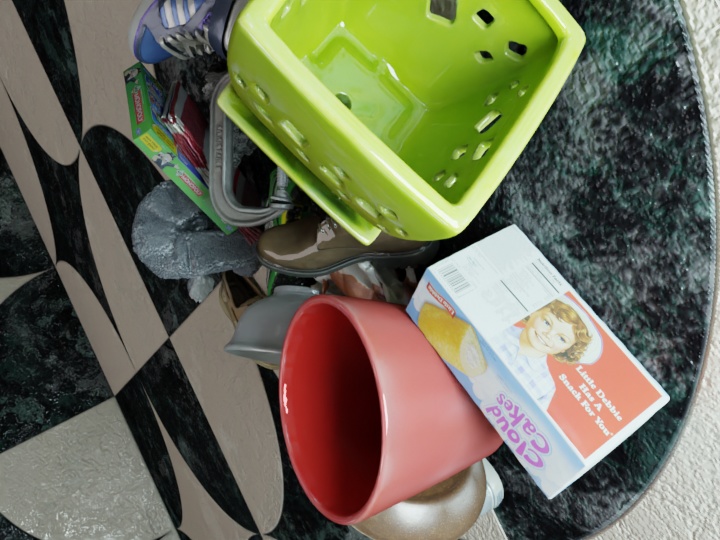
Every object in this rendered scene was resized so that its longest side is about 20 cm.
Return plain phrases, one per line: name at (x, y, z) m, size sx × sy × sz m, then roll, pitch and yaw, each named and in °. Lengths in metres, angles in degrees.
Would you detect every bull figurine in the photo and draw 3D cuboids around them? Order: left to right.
bull figurine at (0.000, 0.000, 0.856) m, size 0.199 × 0.065 × 0.123 m, roll 35°, pitch 151°, yaw 38°

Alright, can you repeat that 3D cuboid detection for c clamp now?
c clamp at (-0.105, -0.145, 0.825) m, size 0.167 × 0.027 × 0.205 m, roll 13°, pitch 102°, yaw 25°

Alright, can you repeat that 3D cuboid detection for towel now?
towel at (-0.189, -0.145, 0.981) m, size 0.202 × 0.022 × 0.145 m, roll 58°, pitch -171°, yaw -30°

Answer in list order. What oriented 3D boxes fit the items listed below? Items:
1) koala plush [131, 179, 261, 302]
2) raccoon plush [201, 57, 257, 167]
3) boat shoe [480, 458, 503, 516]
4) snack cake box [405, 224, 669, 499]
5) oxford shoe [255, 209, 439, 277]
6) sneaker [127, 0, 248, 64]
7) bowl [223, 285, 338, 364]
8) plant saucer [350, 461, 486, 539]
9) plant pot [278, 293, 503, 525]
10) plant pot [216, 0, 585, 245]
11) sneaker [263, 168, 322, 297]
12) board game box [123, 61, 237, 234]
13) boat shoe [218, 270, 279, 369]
koala plush at (-0.259, -0.047, 1.151) m, size 0.200 × 0.180 × 0.181 m, roll 140°, pitch 111°, yaw -72°
raccoon plush at (-0.122, -0.176, 0.913) m, size 0.199 × 0.096 × 0.136 m, roll 38°, pitch 148°, yaw 41°
boat shoe at (0.079, 0.210, 0.879) m, size 0.200 × 0.070 × 0.071 m, roll 43°, pitch 144°, yaw 37°
snack cake box at (0.145, 0.069, 0.632) m, size 0.201 × 0.113 × 0.068 m, roll 53°, pitch 145°, yaw 22°
oxford shoe at (-0.023, -0.046, 0.762) m, size 0.085 × 0.195 × 0.074 m, roll 64°, pitch -157°, yaw -48°
sneaker at (-0.178, -0.271, 0.868) m, size 0.198 × 0.080 × 0.149 m, roll -36°, pitch 71°, yaw 19°
bowl at (-0.072, 0.074, 0.954) m, size 0.200 × 0.197 × 0.093 m, roll -11°, pitch 68°, yaw 59°
plant saucer at (0.047, 0.196, 0.799) m, size 0.200 × 0.198 × 0.037 m, roll 45°, pitch 136°, yaw 30°
plant pot at (0.039, 0.122, 0.717) m, size 0.199 × 0.174 × 0.206 m, roll 3°, pitch 93°, yaw 57°
plant pot at (0.014, -0.146, 0.567) m, size 0.199 × 0.200 × 0.181 m, roll 42°, pitch 160°, yaw -13°
sneaker at (-0.092, -0.045, 0.985) m, size 0.085 × 0.077 × 0.203 m, roll 48°, pitch 137°, yaw 38°
board game box at (-0.226, -0.153, 0.959) m, size 0.200 × 0.029 × 0.136 m, roll 51°, pitch -167°, yaw -51°
boat shoe at (-0.172, 0.073, 1.184) m, size 0.200 × 0.070 × 0.065 m, roll 46°, pitch 146°, yaw 32°
